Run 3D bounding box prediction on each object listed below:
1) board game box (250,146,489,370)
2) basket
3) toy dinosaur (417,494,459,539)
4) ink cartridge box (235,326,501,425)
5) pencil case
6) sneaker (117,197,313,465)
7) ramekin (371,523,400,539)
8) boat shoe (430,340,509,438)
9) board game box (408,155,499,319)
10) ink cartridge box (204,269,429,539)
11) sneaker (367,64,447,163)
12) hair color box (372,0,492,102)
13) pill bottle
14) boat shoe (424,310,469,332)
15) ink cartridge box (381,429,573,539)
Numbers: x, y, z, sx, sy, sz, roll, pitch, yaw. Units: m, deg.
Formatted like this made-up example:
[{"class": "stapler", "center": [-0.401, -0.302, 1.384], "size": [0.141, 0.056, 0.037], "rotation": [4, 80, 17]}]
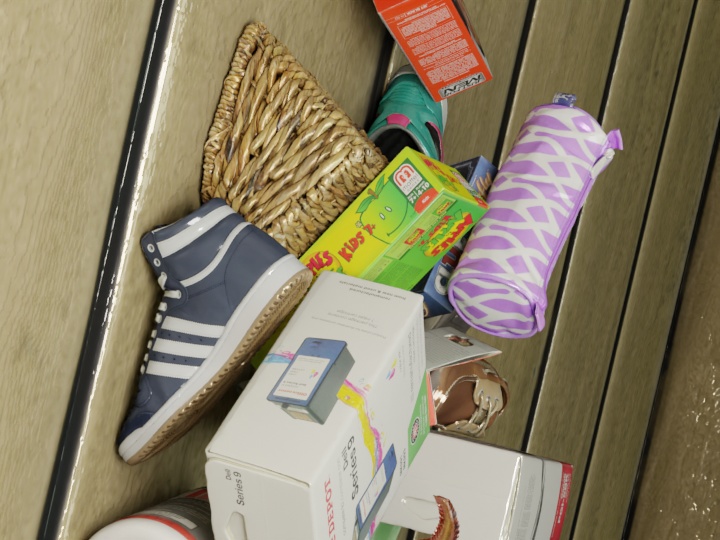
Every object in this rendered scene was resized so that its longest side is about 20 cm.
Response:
[{"class": "board game box", "center": [0.000, 0.000, 1.452], "size": [0.200, 0.048, 0.101], "rotation": [-46, 159, 12]}, {"class": "basket", "center": [-0.059, -0.072, 1.481], "size": [0.143, 0.149, 0.200], "rotation": [-43, 160, 4]}, {"class": "toy dinosaur", "center": [0.009, 0.240, 1.422], "size": [0.201, 0.105, 0.181], "rotation": [-55, -156, 2]}, {"class": "ink cartridge box", "center": [0.009, 0.101, 1.550], "size": [0.109, 0.199, 0.051], "rotation": [-155, -127, -67]}, {"class": "pencil case", "center": [0.139, -0.041, 1.502], "size": [0.201, 0.085, 0.084], "rotation": [-63, 155, -29]}, {"class": "sneaker", "center": [-0.132, 0.039, 1.364], "size": [0.200, 0.108, 0.070], "rotation": [-50, 169, 16]}, {"class": "ramekin", "center": [-0.022, 0.173, 1.694], "size": [0.200, 0.097, 0.202], "rotation": [13, 90, -71]}, {"class": "boat shoe", "center": [0.093, 0.110, 1.675], "size": [0.076, 0.072, 0.200], "rotation": [-54, 168, 13]}, {"class": "board game box", "center": [0.026, -0.014, 1.589], "size": [0.035, 0.199, 0.136], "rotation": [37, 60, -25]}, {"class": "ink cartridge box", "center": [-0.026, 0.122, 1.341], "size": [0.200, 0.087, 0.146], "rotation": [-55, 151, -43]}, {"class": "sneaker", "center": [0.045, -0.073, 1.732], "size": [0.121, 0.083, 0.201], "rotation": [-59, 147, -51]}, {"class": "hair color box", "center": [0.051, -0.231, 1.617], "size": [0.200, 0.061, 0.102], "rotation": [47, 22, -68]}, {"class": "pill bottle", "center": [-0.124, 0.225, 1.420], "size": [0.200, 0.115, 0.117], "rotation": [-13, 115, -69]}, {"class": "boat shoe", "center": [0.092, 0.007, 1.749], "size": [0.200, 0.072, 0.076], "rotation": [-41, 150, 5]}, {"class": "ink cartridge box", "center": [0.090, 0.188, 1.646], "size": [0.200, 0.146, 0.084], "rotation": [24, 78, -71]}]
